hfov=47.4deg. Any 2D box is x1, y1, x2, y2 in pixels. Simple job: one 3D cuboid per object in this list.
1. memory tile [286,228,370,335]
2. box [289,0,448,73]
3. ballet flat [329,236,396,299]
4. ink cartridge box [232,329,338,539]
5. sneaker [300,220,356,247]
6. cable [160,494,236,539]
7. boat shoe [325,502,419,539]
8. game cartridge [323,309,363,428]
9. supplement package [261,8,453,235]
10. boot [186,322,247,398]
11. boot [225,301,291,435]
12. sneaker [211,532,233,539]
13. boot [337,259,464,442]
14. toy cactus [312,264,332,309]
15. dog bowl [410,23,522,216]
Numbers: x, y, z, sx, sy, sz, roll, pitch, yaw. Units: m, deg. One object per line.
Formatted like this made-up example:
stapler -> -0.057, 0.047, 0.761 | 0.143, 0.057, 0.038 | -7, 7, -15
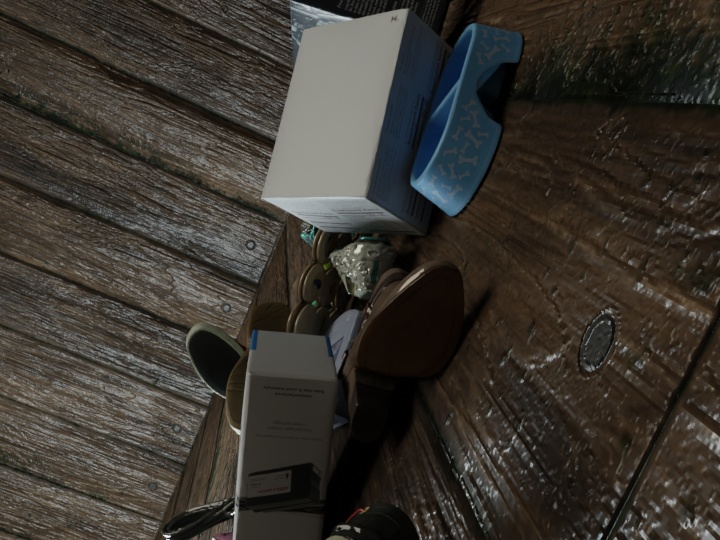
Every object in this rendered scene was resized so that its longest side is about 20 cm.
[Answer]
memory tile -> -0.032, -0.002, 1.049 | 0.153, 0.017, 0.203 | 22, -94, -68
box -> 0.013, -0.338, 1.128 | 0.200, 0.193, 0.126 | 100, -171, -75
ballet flat -> 0.000, 0.000, 0.943 | 0.200, 0.071, 0.073 | 161, 131, -86
ink cartridge box -> -0.074, 0.174, 0.776 | 0.145, 0.082, 0.204 | -116, 32, -78
sneaker -> -0.048, -0.052, 1.252 | 0.200, 0.090, 0.079 | 165, 126, -78
cable -> -0.141, 0.261, 0.942 | 0.197, 0.051, 0.098 | -13, 26, 22
boat shoe -> -0.011, 0.238, 0.529 | 0.063, 0.073, 0.204 | -23, -43, -50
game cartridge -> -0.030, 0.119, 0.953 | 0.200, 0.040, 0.135 | 136, 151, -66
supplement package -> 0.002, -0.153, 0.883 | 0.154, 0.110, 0.204 | 4, 75, 41
boot -> -0.176, 0.139, 1.237 | 0.072, 0.200, 0.145 | -42, 15, 10
boot -> -0.115, 0.161, 1.033 | 0.202, 0.071, 0.157 | -84, -7, -50
sneaker -> -0.160, 0.395, 0.915 | 0.070, 0.081, 0.203 | 129, 160, -58
boot -> 0.031, 0.042, 0.695 | 0.147, 0.069, 0.202 | -80, 16, -59
toy cactus -> -0.078, 0.083, 1.167 | 0.201, 0.101, 0.166 | -56, 23, 18
dog bowl -> 0.099, -0.152, 0.794 | 0.112, 0.049, 0.203 | 132, 158, -64
